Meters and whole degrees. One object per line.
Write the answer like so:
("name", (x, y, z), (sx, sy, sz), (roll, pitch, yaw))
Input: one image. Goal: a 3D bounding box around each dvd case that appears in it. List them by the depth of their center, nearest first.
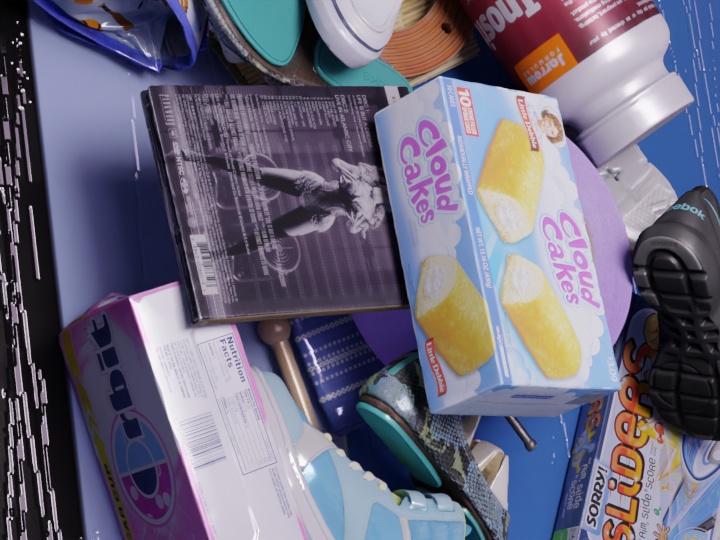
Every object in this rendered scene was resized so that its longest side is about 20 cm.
("dvd case", (-0.035, -0.044, 1.364), (0.199, 0.016, 0.150), (-4, 73, -36))

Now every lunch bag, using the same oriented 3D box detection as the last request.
("lunch bag", (-0.154, -0.244, 1.400), (0.200, 0.123, 0.171), (37, 58, -46))

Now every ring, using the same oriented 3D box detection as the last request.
("ring", (-0.003, -0.224, 1.545), (0.199, 0.019, 0.202), (12, 64, -26))

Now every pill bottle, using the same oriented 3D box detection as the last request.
("pill bottle", (0.142, -0.177, 1.527), (0.113, 0.113, 0.201), (-31, 86, -34))

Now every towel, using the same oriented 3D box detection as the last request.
("towel", (0.000, 0.000, 1.502), (0.144, 0.024, 0.201), (-21, 87, -33))

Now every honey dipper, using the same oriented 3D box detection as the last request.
("honey dipper", (-0.028, 0.123, 1.442), (0.038, 0.038, 0.201), (-18, 85, -34))

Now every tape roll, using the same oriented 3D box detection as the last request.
("tape roll", (0.084, -0.009, 1.477), (0.199, 0.066, 0.202), (12, 65, -26))

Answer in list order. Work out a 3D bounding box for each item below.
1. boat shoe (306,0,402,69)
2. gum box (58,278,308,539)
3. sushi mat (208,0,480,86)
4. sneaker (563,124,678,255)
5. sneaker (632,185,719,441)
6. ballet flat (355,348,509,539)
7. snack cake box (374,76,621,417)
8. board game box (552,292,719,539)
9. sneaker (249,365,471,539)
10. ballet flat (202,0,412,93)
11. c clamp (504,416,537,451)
("boat shoe", (0.008, -0.218, 1.456), (0.073, 0.067, 0.201), (38, 34, -31))
("gum box", (-0.110, 0.103, 1.343), (0.066, 0.113, 0.202), (-17, 87, -34))
("sushi mat", (-0.008, -0.159, 1.534), (0.199, 0.012, 0.096), (-28, 84, -35))
("sneaker", (0.168, -0.082, 1.608), (0.076, 0.082, 0.201), (-12, 62, -11))
("sneaker", (0.240, 0.033, 1.532), (0.079, 0.075, 0.201), (-58, 146, -42))
("ballet flat", (0.064, 0.125, 1.435), (0.075, 0.074, 0.201), (-61, 143, -29))
("snack cake box", (0.086, -0.012, 1.385), (0.114, 0.067, 0.202), (4, 68, -43))
("board game box", (0.217, 0.134, 1.594), (0.135, 0.034, 0.201), (26, 65, -25))
("sneaker", (-0.005, 0.144, 1.394), (0.130, 0.080, 0.201), (-10, 64, -29))
("ballet flat", (-0.051, -0.144, 1.441), (0.200, 0.072, 0.073), (37, 60, -33))
("c clamp", (0.110, 0.007, 1.552), (0.171, 0.027, 0.200), (52, 47, -7))
